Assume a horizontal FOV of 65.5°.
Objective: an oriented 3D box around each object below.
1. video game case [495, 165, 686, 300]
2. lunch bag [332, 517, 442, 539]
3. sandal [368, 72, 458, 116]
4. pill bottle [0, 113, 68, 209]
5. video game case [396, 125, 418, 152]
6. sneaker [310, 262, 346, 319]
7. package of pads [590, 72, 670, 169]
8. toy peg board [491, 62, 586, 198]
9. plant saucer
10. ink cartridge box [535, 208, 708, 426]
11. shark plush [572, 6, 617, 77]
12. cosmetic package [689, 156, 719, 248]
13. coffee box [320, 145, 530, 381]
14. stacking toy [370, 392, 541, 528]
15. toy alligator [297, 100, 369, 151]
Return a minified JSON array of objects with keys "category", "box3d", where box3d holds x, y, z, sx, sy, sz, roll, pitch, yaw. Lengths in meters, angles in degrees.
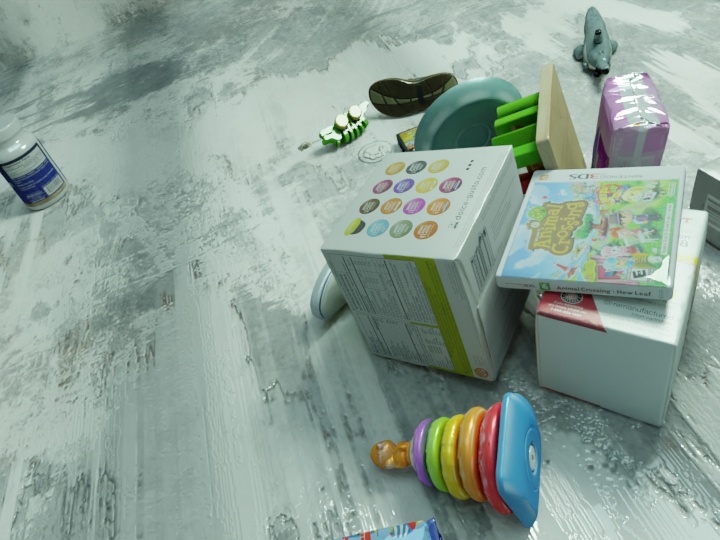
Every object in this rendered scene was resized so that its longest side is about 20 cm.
[{"category":"video game case","box3d":[0.267,-0.052,0.645,0.177,0.022,0.202,3,46,33]},{"category":"lunch bag","box3d":[0.022,0.356,0.510,0.146,0.095,0.205,-14,55,5]},{"category":"sandal","box3d":[0.115,-0.390,1.217,0.193,0.084,0.055,-10,26,13]},{"category":"pill bottle","box3d":[-0.803,-0.258,1.338,0.112,0.203,0.118,-10,42,9]},{"category":"video game case","box3d":[0.176,-0.255,1.068,0.194,0.026,0.182,-19,31,3]},{"category":"sneaker","box3d":[0.000,0.000,0.869,0.069,0.074,0.201,16,54,37]},{"category":"package of pads","box3d":[0.371,-0.155,0.790,0.073,0.203,0.123,1,49,14]},{"category":"toy peg board","box3d":[0.272,-0.162,0.852,0.095,0.201,0.203,-11,40,32]},{"category":"plant saucer","box3d":[0.186,-0.226,0.938,0.194,0.202,0.028,-19,55,1]},{"category":"ink cartridge box","box3d":[0.307,0.038,0.660,0.142,0.147,0.202,12,50,32]},{"category":"shark plush","box3d":[0.471,-0.452,1.135,0.088,0.085,0.203,6,49,25]},{"category":"cosmetic package","box3d":[0.555,-0.120,0.755,0.195,0.109,0.091,-26,42,-9]},{"category":"coffee box","box3d":[0.099,-0.016,0.738,0.193,0.203,0.202,6,47,36]},{"category":"stacking toy","box3d":[0.096,0.205,0.623,0.195,0.117,0.112,-10,46,31]},{"category":"toy alligator","box3d":[-0.044,-0.292,1.197,0.199,0.059,0.055,-40,86,-19]}]
